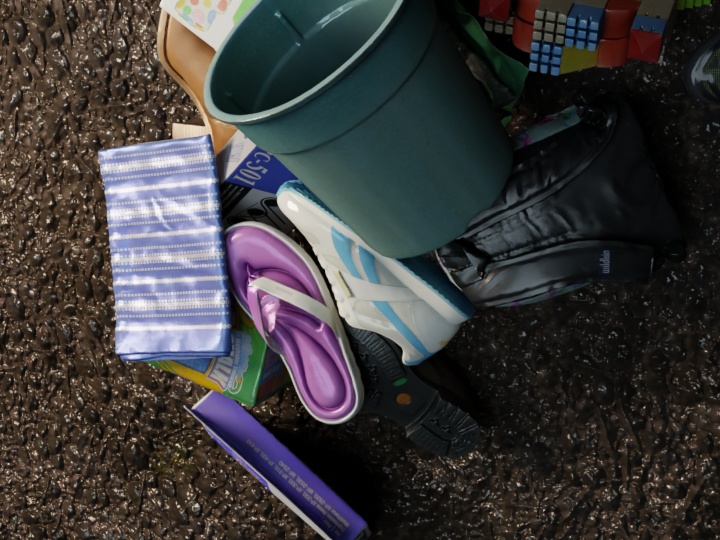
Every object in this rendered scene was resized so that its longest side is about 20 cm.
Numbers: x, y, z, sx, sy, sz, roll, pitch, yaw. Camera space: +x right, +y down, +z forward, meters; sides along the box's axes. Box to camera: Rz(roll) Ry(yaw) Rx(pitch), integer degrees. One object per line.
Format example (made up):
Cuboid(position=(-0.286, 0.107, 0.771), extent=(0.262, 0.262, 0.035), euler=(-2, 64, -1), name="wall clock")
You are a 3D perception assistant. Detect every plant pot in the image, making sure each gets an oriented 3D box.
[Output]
Cuboid(position=(0.011, -0.127, 1.279), extent=(0.199, 0.201, 0.196), euler=(-19, 129, 30), name="plant pot")

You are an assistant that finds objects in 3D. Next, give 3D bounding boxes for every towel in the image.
Cuboid(position=(-0.180, -0.018, 1.470), extent=(0.144, 0.024, 0.202), euler=(-3, 94, 38), name="towel")

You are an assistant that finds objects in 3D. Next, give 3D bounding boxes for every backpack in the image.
Cuboid(position=(0.157, -0.045, 1.364), extent=(0.199, 0.127, 0.168), euler=(-24, 88, 5), name="backpack")

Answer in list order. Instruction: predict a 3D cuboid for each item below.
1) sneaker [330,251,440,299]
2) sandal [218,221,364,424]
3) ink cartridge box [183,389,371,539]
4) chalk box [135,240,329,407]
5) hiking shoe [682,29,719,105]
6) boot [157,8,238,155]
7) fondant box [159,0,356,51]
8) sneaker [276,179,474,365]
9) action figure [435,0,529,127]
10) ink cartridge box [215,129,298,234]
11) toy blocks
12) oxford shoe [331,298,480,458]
Cuboid(position=(0.057, -0.017, 1.461), extent=(0.199, 0.093, 0.071), euler=(-25, 95, 31), name="sneaker")
Cuboid(position=(-0.060, 0.045, 1.428), extent=(0.082, 0.050, 0.203), euler=(-33, 91, 19), name="sandal")
Cuboid(position=(-0.075, 0.195, 1.550), extent=(0.198, 0.200, 0.043), euler=(41, 82, 9), name="ink cartridge box")
Cuboid(position=(-0.109, 0.043, 1.543), extent=(0.199, 0.124, 0.125), euler=(22, 110, 20), name="chalk box")
Cuboid(position=(0.345, -0.162, 1.263), extent=(0.198, 0.101, 0.076), euler=(-3, 105, 27), name="hiking shoe")
Cuboid(position=(-0.106, -0.180, 1.500), extent=(0.154, 0.077, 0.202), euler=(5, 106, 23), name="boot")
Cuboid(position=(-0.058, -0.264, 1.356), extent=(0.144, 0.058, 0.201), euler=(37, 115, 3), name="fondant box")
Cuboid(position=(0.000, 0.000, 1.396), extent=(0.200, 0.077, 0.081), euler=(40, 110, -1), name="sneaker")
Cuboid(position=(0.057, -0.207, 1.382), extent=(0.200, 0.055, 0.118), euler=(50, 152, 13), name="action figure")
Cuboid(position=(-0.083, -0.085, 1.463), extent=(0.200, 0.093, 0.045), euler=(142, 137, -57), name="ink cartridge box")
Cuboid(position=(0.175, -0.206, 1.297), extent=(0.198, 0.137, 0.101), euler=(13, 126, 13), name="toy blocks")
Cuboid(position=(0.028, 0.090, 1.498), extent=(0.073, 0.085, 0.200), euler=(-39, 111, 23), name="oxford shoe")
